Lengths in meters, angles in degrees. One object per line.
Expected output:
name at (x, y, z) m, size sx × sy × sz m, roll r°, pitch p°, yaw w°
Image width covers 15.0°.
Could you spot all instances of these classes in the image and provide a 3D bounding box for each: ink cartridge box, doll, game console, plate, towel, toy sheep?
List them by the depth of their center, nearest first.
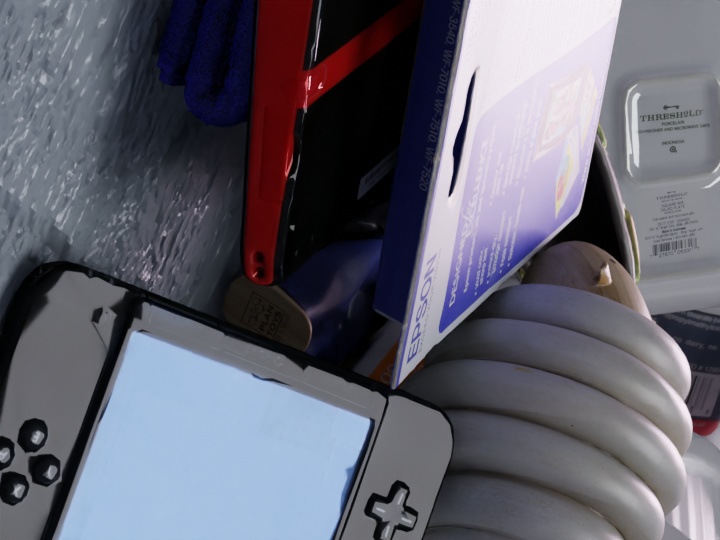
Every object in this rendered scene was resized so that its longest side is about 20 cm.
game console at (-0.041, 0.112, 0.973) m, size 0.200 × 0.116 × 0.176 m, roll 23°, pitch 84°, yaw -33°
game console at (0.008, -0.107, 1.029) m, size 0.200 × 0.031 × 0.177 m, roll -43°, pitch 147°, yaw -56°
towel at (-0.013, -0.130, 1.063) m, size 0.200 × 0.049 × 0.148 m, roll -13°, pitch 116°, yaw -69°
ink cartridge box at (0.052, -0.081, 1.071) m, size 0.200 × 0.047 × 0.198 m, roll -37°, pitch 142°, yaw -56°
toy sheep at (0.069, 0.078, 1.129) m, size 0.138 × 0.138 × 0.200 m, roll 70°, pitch 35°, yaw -65°
doll at (0.000, 0.000, 1.241) m, size 0.200 × 0.048 × 0.137 m, roll -38°, pitch 149°, yaw -59°
plate at (0.143, -0.070, 1.301) m, size 0.032 × 0.199 × 0.201 m, roll -140°, pitch -136°, yaw -68°

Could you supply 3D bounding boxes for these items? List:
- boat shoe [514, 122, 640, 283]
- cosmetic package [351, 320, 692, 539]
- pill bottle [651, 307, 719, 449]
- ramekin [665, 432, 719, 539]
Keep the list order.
boat shoe at (0.074, -0.062, 1.223) m, size 0.072 × 0.061 × 0.201 m, roll -29°, pitch 116°, yaw -3°
cosmetic package at (0.063, 0.123, 1.218) m, size 0.102 × 0.200 × 0.071 m, roll -51°, pitch 170°, yaw -11°
pill bottle at (0.179, -0.018, 1.419) m, size 0.120 × 0.119 × 0.200 m, roll -38°, pitch 149°, yaw -58°
ramekin at (0.089, 0.155, 1.342) m, size 0.202 × 0.202 × 0.094 m, roll 71°, pitch 9°, yaw -64°
